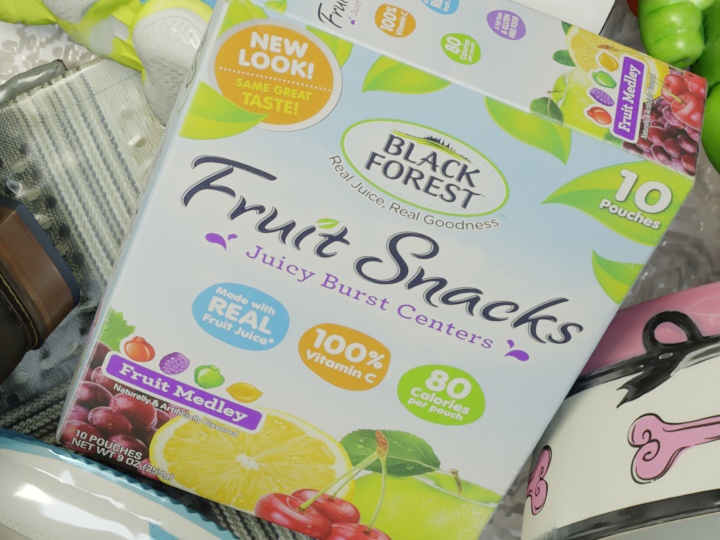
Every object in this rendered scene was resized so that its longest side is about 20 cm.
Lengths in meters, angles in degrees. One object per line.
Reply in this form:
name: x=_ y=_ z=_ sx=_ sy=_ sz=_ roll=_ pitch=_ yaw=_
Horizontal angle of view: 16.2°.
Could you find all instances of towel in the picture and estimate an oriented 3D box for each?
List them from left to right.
towel: x=-0.108 y=0.041 z=0.869 sx=0.192 sy=0.035 sz=0.201 roll=-26 pitch=97 yaw=0

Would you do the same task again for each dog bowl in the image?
dog bowl: x=0.145 y=0.055 z=0.815 sx=0.199 sy=0.200 sz=0.074 roll=-4 pitch=73 yaw=-5

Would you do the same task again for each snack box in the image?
snack box: x=0.000 y=0.000 z=0.773 sx=0.141 sy=0.053 sz=0.201 roll=20 pitch=133 yaw=-7

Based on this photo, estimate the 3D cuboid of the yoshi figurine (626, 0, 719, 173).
yoshi figurine: x=0.134 y=-0.100 z=0.823 sx=0.112 sy=0.112 sz=0.201 roll=-34 pitch=75 yaw=13

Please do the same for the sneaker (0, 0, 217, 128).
sneaker: x=-0.054 y=-0.107 z=0.817 sx=0.199 sy=0.076 sz=0.105 roll=31 pitch=69 yaw=0

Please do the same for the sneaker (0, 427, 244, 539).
sneaker: x=-0.061 y=0.122 z=0.816 sx=0.200 sy=0.076 sz=0.081 roll=39 pitch=80 yaw=-20

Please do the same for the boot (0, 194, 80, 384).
boot: x=-0.171 y=-0.020 z=0.762 sx=0.097 sy=0.074 sz=0.200 roll=-52 pitch=125 yaw=-20

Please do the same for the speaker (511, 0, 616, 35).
speaker: x=-0.018 y=-0.120 z=0.757 sx=0.199 sy=0.081 sz=0.082 roll=23 pitch=91 yaw=-16
